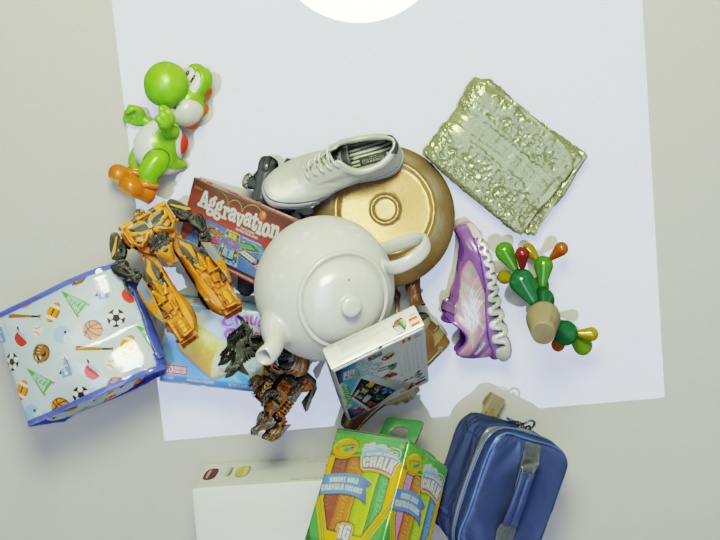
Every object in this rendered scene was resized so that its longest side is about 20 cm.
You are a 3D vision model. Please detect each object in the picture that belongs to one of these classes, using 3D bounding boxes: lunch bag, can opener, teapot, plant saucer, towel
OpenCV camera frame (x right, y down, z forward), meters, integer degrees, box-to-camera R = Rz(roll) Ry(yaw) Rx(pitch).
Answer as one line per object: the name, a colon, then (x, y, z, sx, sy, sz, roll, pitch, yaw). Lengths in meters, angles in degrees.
lunch bag: (-0.377, 0.100, 1.381, 0.198, 0.124, 0.172, -26, 83, 11)
can opener: (-0.140, -0.062, 1.390, 0.078, 0.063, 0.203, 18, 99, 13)
teapot: (-0.030, 0.027, 1.250, 0.195, 0.146, 0.203, 14, 93, -24)
plant saucer: (0.033, -0.080, 1.366, 0.197, 0.035, 0.204, 0, 79, -1)
towel: (0.198, -0.156, 1.381, 0.199, 0.037, 0.149, 36, 98, -3)
lunch bag: (0.195, 0.296, 1.367, 0.134, 0.132, 0.203, 18, 93, -21)

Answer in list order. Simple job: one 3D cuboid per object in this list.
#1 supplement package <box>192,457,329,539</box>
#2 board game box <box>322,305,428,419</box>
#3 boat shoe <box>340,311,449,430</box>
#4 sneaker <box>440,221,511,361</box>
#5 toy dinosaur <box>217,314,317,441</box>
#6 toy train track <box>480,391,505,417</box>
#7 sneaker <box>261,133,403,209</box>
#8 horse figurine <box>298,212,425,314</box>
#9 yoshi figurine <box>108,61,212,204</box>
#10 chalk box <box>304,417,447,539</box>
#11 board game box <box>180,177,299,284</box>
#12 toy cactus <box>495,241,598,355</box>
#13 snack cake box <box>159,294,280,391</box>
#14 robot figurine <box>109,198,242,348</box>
supplement package: (-0.128, 0.361, 1.420, 0.196, 0.111, 0.159, -4, 97, 2)
board game box: (0.024, 0.123, 1.275, 0.125, 0.201, 0.035, -24, 65, -7)
boat shoe: (0.051, 0.155, 1.407, 0.074, 0.076, 0.201, 37, 98, -6)
sneaker: (0.149, 0.036, 1.384, 0.087, 0.081, 0.203, -12, 97, 3)
toy dinosaur: (-0.116, 0.123, 1.346, 0.134, 0.102, 0.203, 19, 68, -15)
toy train track: (0.147, 0.267, 1.435, 0.114, 0.032, 0.202, 29, 89, -21)
sneaker: (-0.040, -0.141, 1.325, 0.197, 0.071, 0.074, -20, 70, -1)
horse figurine: (0.000, 0.000, 1.397, 0.197, 0.050, 0.135, 10, 90, 6)
yoshi figurine: (-0.281, -0.202, 1.359, 0.112, 0.112, 0.202, 31, 94, 4)
chalk box: (0.030, 0.291, 1.346, 0.123, 0.124, 0.203, 0, 64, 35)
board game box: (-0.166, -0.049, 1.360, 0.198, 0.019, 0.104, 23, 102, 33)
toy cactus: (0.255, 0.048, 1.339, 0.101, 0.165, 0.202, -26, 105, 19)
snack cake box: (-0.177, 0.104, 1.411, 0.196, 0.067, 0.117, 6, 98, 1)
robot figurine: (-0.250, -0.006, 1.339, 0.144, 0.058, 0.201, -32, 77, -16)
